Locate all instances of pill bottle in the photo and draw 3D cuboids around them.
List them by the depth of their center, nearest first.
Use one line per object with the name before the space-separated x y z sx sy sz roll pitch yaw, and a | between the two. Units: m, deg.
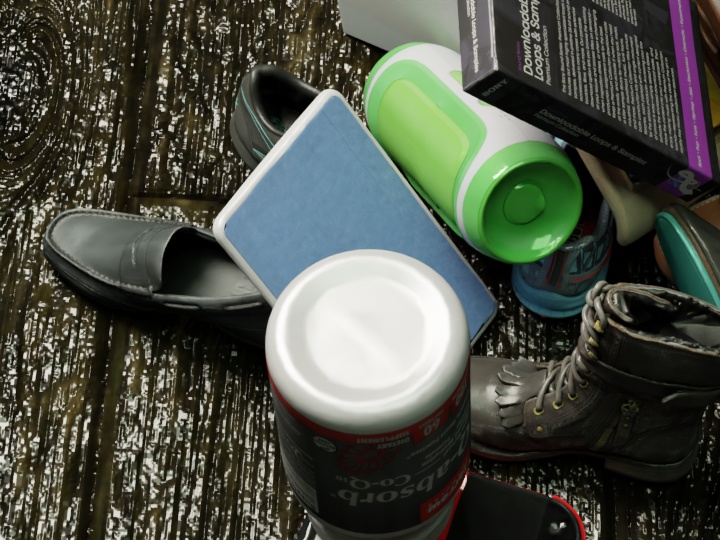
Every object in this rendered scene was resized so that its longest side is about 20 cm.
pill bottle | 0.008 0.086 1.289 0.115 0.201 0.117 -2 58 3

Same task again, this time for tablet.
tablet | 0.000 0.000 1.393 0.014 0.200 0.130 1 46 53

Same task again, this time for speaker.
speaker | 0.070 -0.079 1.431 0.088 0.089 0.200 -19 32 -13

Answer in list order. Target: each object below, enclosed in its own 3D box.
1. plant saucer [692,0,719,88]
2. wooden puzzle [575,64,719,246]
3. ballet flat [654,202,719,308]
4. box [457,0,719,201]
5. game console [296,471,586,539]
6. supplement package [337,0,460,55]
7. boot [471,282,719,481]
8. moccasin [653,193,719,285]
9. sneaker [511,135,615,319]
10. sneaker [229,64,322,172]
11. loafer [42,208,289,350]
plant saucer | 0.246 -0.169 1.477 0.036 0.201 0.201 -28 64 2
wooden puzzle | 0.179 -0.135 1.451 0.185 0.037 0.201 -29 94 -50
ballet flat | 0.253 0.044 1.409 0.068 0.068 0.202 -20 86 -11
box | 0.140 -0.140 1.366 0.199 0.036 0.144 24 51 -36
game console | 0.037 0.210 1.348 0.175 0.031 0.201 15 60 12
supplement package | 0.075 -0.252 1.497 0.151 0.201 0.151 25 61 25
boot | 0.139 0.056 1.343 0.198 0.175 0.070 10 60 3
moccasin | 0.292 -0.036 1.465 0.199 0.078 0.074 -10 62 -5
sneaker | 0.152 -0.071 1.470 0.079 0.096 0.202 9 60 3
sneaker | -0.015 -0.060 1.468 0.200 0.079 0.075 41 66 17
loafer | -0.120 -0.005 1.427 0.199 0.071 0.068 17 61 21
